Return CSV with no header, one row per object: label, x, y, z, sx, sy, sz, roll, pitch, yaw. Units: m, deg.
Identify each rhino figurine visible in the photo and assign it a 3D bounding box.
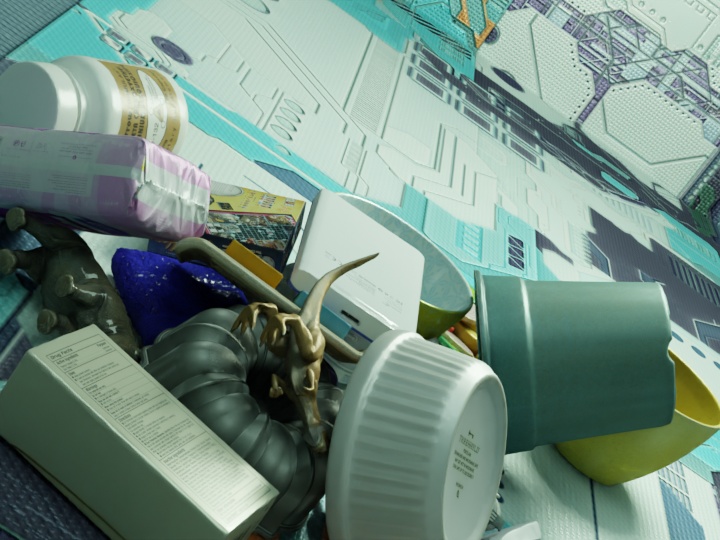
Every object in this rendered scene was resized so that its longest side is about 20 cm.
rhino figurine,-0.231,0.034,1.310,0.200,0.060,0.087,52,15,28

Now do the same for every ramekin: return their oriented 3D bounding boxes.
ramekin,0.052,0.155,1.285,0.093,0.205,0.202,10,10,23

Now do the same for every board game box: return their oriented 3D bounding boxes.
board game box,-0.133,-0.046,1.604,0.134,0.035,0.200,13,17,1

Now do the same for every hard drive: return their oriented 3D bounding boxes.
hard drive,0.000,0.000,1.520,0.131,0.025,0.200,34,23,-10

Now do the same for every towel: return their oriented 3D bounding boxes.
towel,-0.142,0.057,1.426,0.147,0.050,0.200,22,25,-39

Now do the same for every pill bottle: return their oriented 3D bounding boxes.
pill bottle,-0.275,-0.159,1.587,0.114,0.115,0.199,45,21,22

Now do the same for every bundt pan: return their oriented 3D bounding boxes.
bundt pan,-0.085,0.113,1.281,0.201,0.076,0.203,34,35,-27

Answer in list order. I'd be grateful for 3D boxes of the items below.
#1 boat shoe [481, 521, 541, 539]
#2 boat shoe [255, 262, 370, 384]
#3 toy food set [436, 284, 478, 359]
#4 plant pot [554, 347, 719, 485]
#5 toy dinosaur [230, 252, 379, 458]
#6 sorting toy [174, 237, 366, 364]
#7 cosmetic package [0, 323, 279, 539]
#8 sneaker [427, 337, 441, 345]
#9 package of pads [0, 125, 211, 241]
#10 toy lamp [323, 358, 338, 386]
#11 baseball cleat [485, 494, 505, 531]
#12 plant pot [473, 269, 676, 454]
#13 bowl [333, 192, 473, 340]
boat shoe,0.122,0.271,1.388,0.200,0.073,0.066,-4,74,-67
boat shoe,-0.057,0.028,1.606,0.072,0.069,0.200,10,33,-51
toy food set,0.145,0.088,1.847,0.197,0.049,0.200,38,20,2
plant pot,0.299,0.162,1.804,0.199,0.142,0.200,32,21,-14
toy dinosaur,-0.047,0.055,1.267,0.106,0.060,0.202,35,50,-40
sorting toy,-0.072,0.024,1.388,0.199,0.037,0.185,32,-5,-3
cosmetic package,-0.169,0.139,1.161,0.200,0.073,0.103,40,20,10
sneaker,0.075,0.145,1.586,0.112,0.077,0.200,47,20,-4
package of pads,-0.242,-0.075,1.354,0.198,0.076,0.120,7,-11,26
toy lamp,-0.032,0.141,1.419,0.058,0.058,0.201,24,26,-32
baseball cleat,0.052,0.186,1.452,0.200,0.070,0.107,37,-11,41
plant pot,0.221,0.094,1.622,0.194,0.202,0.201,-3,22,3
bowl,0.013,0.019,1.689,0.199,0.108,0.200,33,20,-13
